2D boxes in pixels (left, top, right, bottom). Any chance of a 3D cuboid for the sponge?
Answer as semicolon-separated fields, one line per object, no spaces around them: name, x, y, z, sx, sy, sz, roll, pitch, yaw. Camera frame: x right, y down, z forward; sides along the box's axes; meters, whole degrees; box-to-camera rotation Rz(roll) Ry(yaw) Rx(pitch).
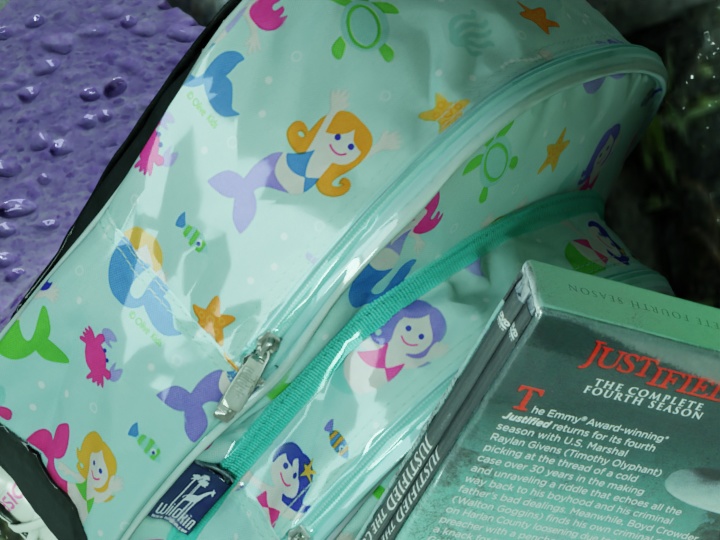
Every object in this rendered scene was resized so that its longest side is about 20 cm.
sponge;-0.131;-0.018;1.023;0.200;0.030;0.111;-45;48;-12

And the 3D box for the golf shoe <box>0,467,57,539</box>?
golf shoe;-0.087;0.087;1.027;0.073;0.092;0.200;-51;57;38

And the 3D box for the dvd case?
dvd case;0.064;0.092;0.801;0.022;0.145;0.200;-102;34;-48

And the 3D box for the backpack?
backpack;0.000;0.000;0.853;0.150;0.177;0.200;41;118;20
